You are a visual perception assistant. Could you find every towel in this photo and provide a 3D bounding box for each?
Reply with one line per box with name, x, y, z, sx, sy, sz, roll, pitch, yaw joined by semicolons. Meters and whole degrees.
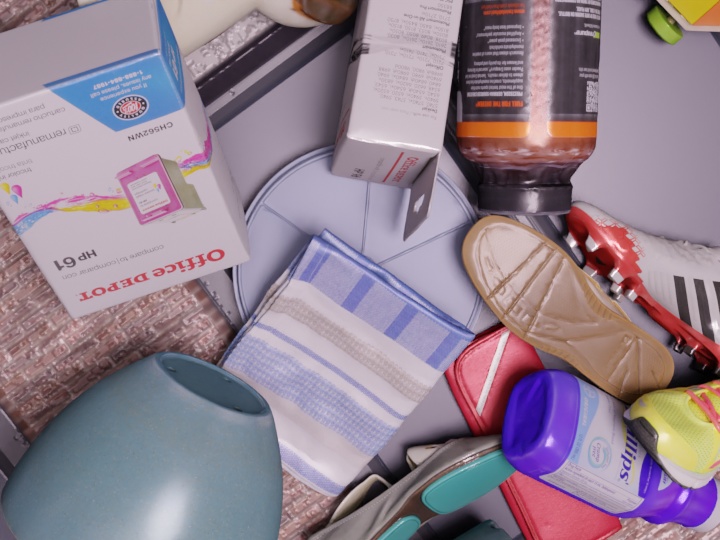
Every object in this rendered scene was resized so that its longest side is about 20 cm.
towel;-0.027;0.078;0.858;0.147;0.024;0.200;34;119;-7

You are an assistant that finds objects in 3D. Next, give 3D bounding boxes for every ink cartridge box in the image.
ink cartridge box;-0.174;-0.075;0.788;0.144;0.085;0.200;-18;138;1
ink cartridge box;0.024;-0.131;0.804;0.067;0.116;0.201;9;81;-5

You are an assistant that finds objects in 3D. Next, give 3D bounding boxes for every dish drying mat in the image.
dish drying mat;0.138;0.141;0.917;0.077;0.018;0.201;-27;98;0

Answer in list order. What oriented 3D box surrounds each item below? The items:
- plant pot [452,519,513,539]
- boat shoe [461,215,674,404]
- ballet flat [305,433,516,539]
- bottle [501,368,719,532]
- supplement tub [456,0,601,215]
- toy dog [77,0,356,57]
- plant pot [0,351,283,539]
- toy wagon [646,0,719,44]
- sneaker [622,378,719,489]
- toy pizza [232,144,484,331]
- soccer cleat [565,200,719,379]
plant pot;0.064;0.306;0.857;0.196;0.200;0.201;-34;98;-7
boat shoe;0.152;0.030;0.878;0.200;0.069;0.074;41;92;-12
ballet flat;0.039;0.175;0.895;0.200;0.067;0.064;-38;53;2
bottle;0.202;0.148;0.878;0.200;0.065;0.084;29;57;-24
supplement tub;0.123;-0.143;0.836;0.106;0.107;0.201;1;97;-3
toy dog;-0.097;-0.215;0.802;0.199;0.140;0.195;-8;114;-3
plant pot;-0.134;0.138;0.807;0.199;0.200;0.135;27;97;-6
toy wagon;0.241;-0.269;0.828;0.200;0.040;0.155;44;119;-9
sneaker;0.276;0.105;0.847;0.199;0.078;0.090;3;133;-43
toy pizza;0.000;0.000;0.885;0.199;0.032;0.201;0;98;-2
soccer cleat;0.244;0.001;0.885;0.200;0.069;0.085;41;85;-10
